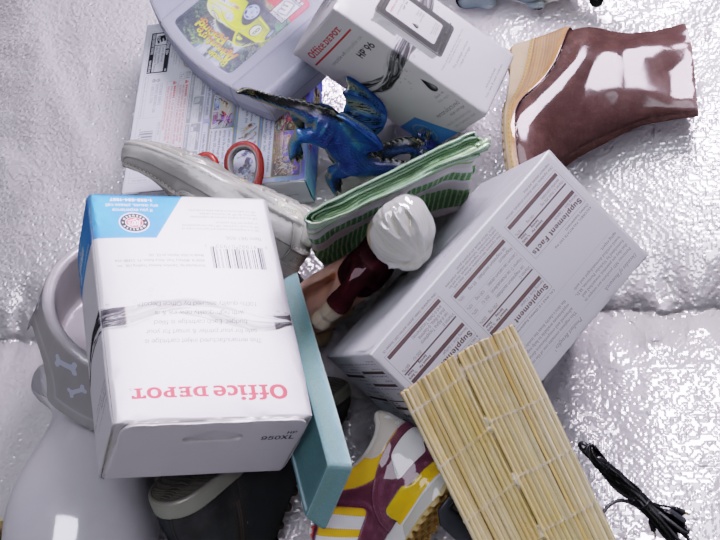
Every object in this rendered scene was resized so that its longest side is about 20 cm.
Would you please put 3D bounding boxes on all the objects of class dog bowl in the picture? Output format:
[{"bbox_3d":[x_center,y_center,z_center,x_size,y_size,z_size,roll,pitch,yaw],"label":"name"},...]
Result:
[{"bbox_3d":[-0.178,0.045,0.955,0.197,0.059,0.201,11,41,-10],"label":"dog bowl"}]

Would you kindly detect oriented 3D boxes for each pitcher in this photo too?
[{"bbox_3d":[-0.196,0.173,0.923,0.169,0.122,0.202,-6,50,4],"label":"pitcher"}]

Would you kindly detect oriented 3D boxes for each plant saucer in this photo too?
[{"bbox_3d":[-0.045,0.093,0.864,0.019,0.070,0.201,4,40,-22],"label":"plant saucer"}]

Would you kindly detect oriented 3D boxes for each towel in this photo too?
[{"bbox_3d":[0.028,-0.051,0.929,0.151,0.200,0.024,-26,83,-4],"label":"towel"}]

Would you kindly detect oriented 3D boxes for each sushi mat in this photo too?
[{"bbox_3d":[0.108,0.146,0.789,0.095,0.012,0.202,-27,95,-13],"label":"sushi mat"}]

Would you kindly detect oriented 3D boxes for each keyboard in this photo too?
[{"bbox_3d":[0.163,0.191,0.820,0.200,0.021,0.127,40,77,-4],"label":"keyboard"}]

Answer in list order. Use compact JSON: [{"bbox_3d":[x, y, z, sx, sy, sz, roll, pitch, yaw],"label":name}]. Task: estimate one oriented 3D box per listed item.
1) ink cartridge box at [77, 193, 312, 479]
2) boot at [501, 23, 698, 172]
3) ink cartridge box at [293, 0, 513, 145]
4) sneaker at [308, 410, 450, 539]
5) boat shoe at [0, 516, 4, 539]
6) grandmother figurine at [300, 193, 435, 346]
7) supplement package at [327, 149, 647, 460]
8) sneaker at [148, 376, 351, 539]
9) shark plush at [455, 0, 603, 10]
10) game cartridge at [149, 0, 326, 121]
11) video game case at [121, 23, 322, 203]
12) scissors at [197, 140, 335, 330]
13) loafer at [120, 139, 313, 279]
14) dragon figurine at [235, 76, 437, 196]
[{"bbox_3d":[-0.130,0.047,0.858,0.143,0.085,0.202,1,53,-22],"label":"ink cartridge box"},{"bbox_3d":[0.209,-0.134,0.997,0.164,0.073,0.202,-2,59,15],"label":"boot"},{"bbox_3d":[0.019,-0.200,0.999,0.199,0.116,0.068,32,71,-13],"label":"ink cartridge box"},{"bbox_3d":[-0.009,0.200,0.859,0.090,0.075,0.201,42,100,23],"label":"sneaker"},{"bbox_3d":[-0.348,0.287,0.929,0.066,0.074,0.201,20,67,36],"label":"boat shoe"},{"bbox_3d":[0.000,0.000,0.906,0.060,0.200,0.122,35,57,-6],"label":"grandmother figurine"},{"bbox_3d":[0.091,0.029,0.879,0.111,0.156,0.200,44,78,-6],"label":"supplement package"},{"bbox_3d":[-0.076,0.171,0.923,0.199,0.107,0.074,-34,27,-35],"label":"sneaker"},{"bbox_3d":[0.162,-0.283,1.079,0.199,0.084,0.091,32,74,26],"label":"shark plush"},{"bbox_3d":[-0.111,-0.235,1.099,0.133,0.041,0.200,-44,62,-6],"label":"game cartridge"},{"bbox_3d":[-0.128,-0.155,1.107,0.179,0.046,0.202,-4,63,13],"label":"video game case"},{"bbox_3d":[-0.091,-0.024,1.024,0.072,0.014,0.202,-26,81,7],"label":"scissors"},{"bbox_3d":[-0.129,-0.056,0.992,0.198,0.070,0.071,26,96,20],"label":"loafer"},{"bbox_3d":[-0.012,-0.126,1.008,0.099,0.200,0.059,-25,38,34],"label":"dragon figurine"}]
